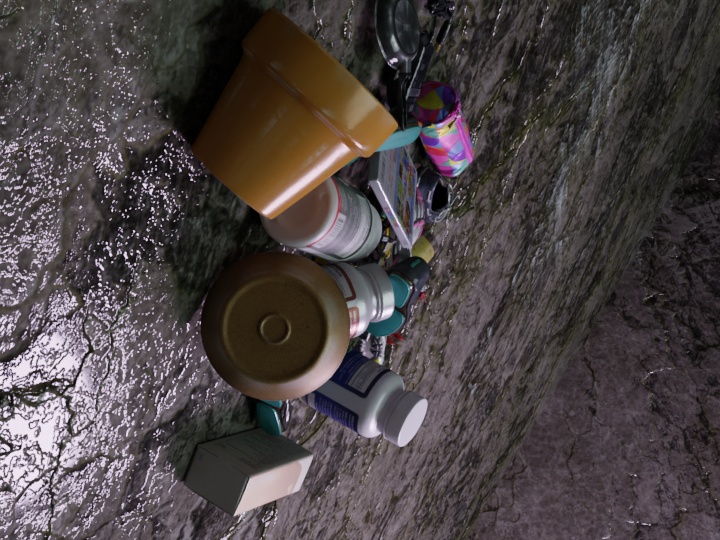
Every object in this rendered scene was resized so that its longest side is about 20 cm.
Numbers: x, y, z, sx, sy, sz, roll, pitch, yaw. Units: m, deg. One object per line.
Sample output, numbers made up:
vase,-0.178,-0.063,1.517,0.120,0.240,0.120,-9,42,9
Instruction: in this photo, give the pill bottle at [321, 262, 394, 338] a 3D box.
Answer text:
pill bottle,-0.058,0.052,1.515,0.200,0.112,0.112,-14,132,-26

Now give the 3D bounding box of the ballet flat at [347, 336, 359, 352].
ballet flat,-0.050,0.113,1.724,0.200,0.068,0.075,-46,145,-58

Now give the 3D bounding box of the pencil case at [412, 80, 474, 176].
pencil case,0.137,-0.230,1.755,0.088,0.088,0.200,-59,158,-10

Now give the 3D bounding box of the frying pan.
frying pan,0.051,-0.301,1.478,0.115,0.031,0.190,24,65,-57

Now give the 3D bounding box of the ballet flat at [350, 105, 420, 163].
ballet flat,-0.003,-0.191,1.509,0.200,0.068,0.068,-22,154,-42

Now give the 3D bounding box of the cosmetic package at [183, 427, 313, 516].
cosmetic package,-0.170,0.306,1.650,0.200,0.105,0.071,0,115,-63

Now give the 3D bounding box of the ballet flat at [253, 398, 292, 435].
ballet flat,-0.134,0.184,1.636,0.200,0.068,0.068,95,21,-60

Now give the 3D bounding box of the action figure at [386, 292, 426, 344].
action figure,0.090,0.041,1.995,0.065,0.052,0.200,-15,125,-56

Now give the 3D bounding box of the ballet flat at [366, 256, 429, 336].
ballet flat,0.058,0.036,1.605,0.073,0.073,0.200,-49,173,-30

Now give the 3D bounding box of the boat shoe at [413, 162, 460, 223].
boat shoe,0.130,-0.128,1.877,0.075,0.062,0.200,-60,158,-14

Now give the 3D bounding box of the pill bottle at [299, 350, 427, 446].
pill bottle,0.004,0.209,1.790,0.120,0.200,0.120,-46,152,-34

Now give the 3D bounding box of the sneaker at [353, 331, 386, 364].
sneaker,0.016,0.144,1.897,0.200,0.077,0.080,107,2,-49

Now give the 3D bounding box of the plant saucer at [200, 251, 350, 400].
plant saucer,-0.113,0.076,1.407,0.035,0.200,0.200,-117,-128,-86

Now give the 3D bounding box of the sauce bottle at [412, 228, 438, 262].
sauce bottle,0.060,0.004,1.865,0.200,0.065,0.065,-48,152,-35

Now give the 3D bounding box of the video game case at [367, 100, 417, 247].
video game case,0.052,-0.145,1.645,0.200,0.018,0.143,58,32,-56

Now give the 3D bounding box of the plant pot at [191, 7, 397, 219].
plant pot,-0.090,-0.167,1.236,0.183,0.200,0.200,-48,157,4

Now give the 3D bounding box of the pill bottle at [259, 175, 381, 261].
pill bottle,-0.049,-0.074,1.489,0.114,0.114,0.200,-64,157,2

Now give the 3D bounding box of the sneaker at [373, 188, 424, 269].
sneaker,0.044,-0.053,1.767,0.080,0.086,0.200,27,69,-52

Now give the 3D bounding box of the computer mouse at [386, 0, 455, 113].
computer mouse,0.085,-0.324,1.611,0.140,0.046,0.200,-38,148,-68

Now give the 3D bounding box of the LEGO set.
LEGO set,0.000,0.000,1.664,0.200,0.116,0.154,-63,157,1
